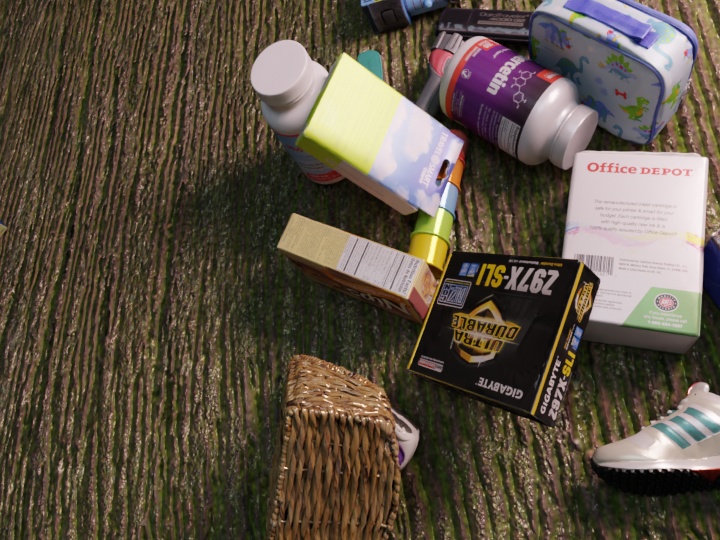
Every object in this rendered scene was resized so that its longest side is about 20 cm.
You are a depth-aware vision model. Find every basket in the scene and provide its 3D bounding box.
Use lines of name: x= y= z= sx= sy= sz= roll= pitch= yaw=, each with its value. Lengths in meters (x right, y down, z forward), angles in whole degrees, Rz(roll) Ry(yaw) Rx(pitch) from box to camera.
basket: x=-0.031 y=0.219 z=0.663 sx=0.137 sy=0.149 sz=0.208 roll=8 pitch=102 yaw=-8

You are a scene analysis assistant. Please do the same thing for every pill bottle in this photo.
pill bottle: x=0.205 y=-0.216 z=0.763 sx=0.199 sy=0.113 sz=0.113 roll=39 pitch=85 yaw=28
pill bottle: x=-0.073 y=-0.217 z=0.817 sx=0.105 sy=0.200 sz=0.113 roll=-7 pitch=66 yaw=17

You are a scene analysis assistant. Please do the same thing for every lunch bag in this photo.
lunch bag: x=0.304 y=-0.259 z=0.717 sx=0.083 sy=0.161 sz=0.199 roll=-46 pitch=61 yaw=-3

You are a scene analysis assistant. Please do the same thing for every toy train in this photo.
toy train: x=0.089 y=-0.459 z=0.919 sx=0.193 sy=0.087 sz=0.119 roll=-7 pitch=73 yaw=19

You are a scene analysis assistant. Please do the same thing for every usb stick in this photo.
usb stick: x=0.206 y=-0.363 z=0.866 sx=0.194 sy=0.033 sz=0.057 roll=14 pitch=67 yaw=25

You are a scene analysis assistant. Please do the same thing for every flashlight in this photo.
flashlight: x=0.095 y=-0.241 z=0.846 sx=0.067 sy=0.067 sz=0.204 roll=26 pitch=85 yaw=35

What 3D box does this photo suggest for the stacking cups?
stacking cups: x=0.105 y=-0.095 z=0.781 sx=0.059 sy=0.061 sz=0.207 roll=8 pitch=73 yaw=22

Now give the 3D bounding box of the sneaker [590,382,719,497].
sneaker: x=0.335 y=0.170 z=0.600 sx=0.193 sy=0.071 sz=0.096 roll=-11 pitch=48 yaw=18

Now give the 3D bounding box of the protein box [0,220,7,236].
protein box: x=-0.797 y=-0.113 z=1.042 sx=0.196 sy=0.200 sz=0.136 roll=35 pitch=83 yaw=28

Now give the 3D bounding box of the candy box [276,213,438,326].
candy box: x=0.000 y=0.000 z=0.752 sx=0.195 sy=0.116 sz=0.057 roll=20 pitch=77 yaw=26

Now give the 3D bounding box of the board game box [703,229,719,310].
board game box: x=0.480 y=0.000 z=0.586 sx=0.196 sy=0.097 sz=0.163 roll=-28 pitch=63 yaw=7

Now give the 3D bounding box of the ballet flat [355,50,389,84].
ballet flat: x=0.020 y=-0.236 z=0.859 sx=0.068 sy=0.066 sz=0.206 roll=-2 pitch=57 yaw=6

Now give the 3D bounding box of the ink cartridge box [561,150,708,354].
ink cartridge box: x=0.307 y=-0.024 z=0.666 sx=0.140 sy=0.084 sz=0.207 roll=6 pitch=72 yaw=22

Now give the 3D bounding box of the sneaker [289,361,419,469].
sneaker: x=-0.022 y=0.178 z=0.717 sx=0.197 sy=0.080 sz=0.085 roll=33 pitch=94 yaw=30

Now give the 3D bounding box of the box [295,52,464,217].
box: x=0.028 y=-0.165 z=0.745 sx=0.196 sy=0.047 sz=0.125 roll=30 pitch=74 yaw=-17

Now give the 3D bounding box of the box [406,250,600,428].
box: x=0.153 y=0.065 z=0.654 sx=0.198 sy=0.049 sz=0.164 roll=8 pitch=71 yaw=57
